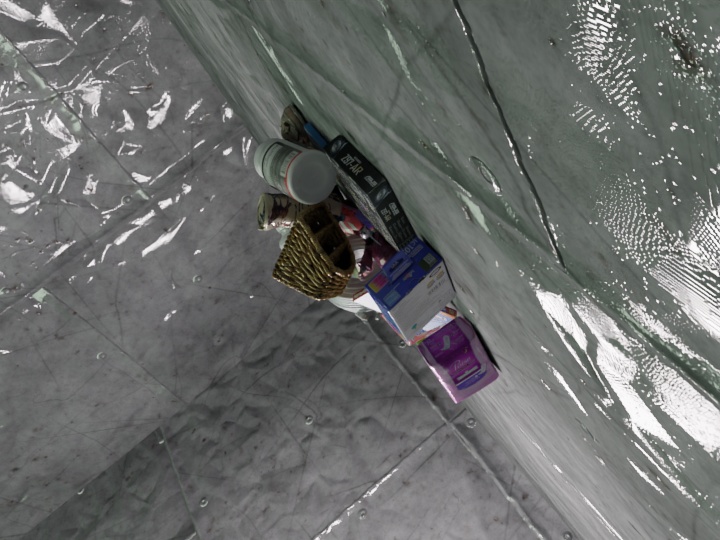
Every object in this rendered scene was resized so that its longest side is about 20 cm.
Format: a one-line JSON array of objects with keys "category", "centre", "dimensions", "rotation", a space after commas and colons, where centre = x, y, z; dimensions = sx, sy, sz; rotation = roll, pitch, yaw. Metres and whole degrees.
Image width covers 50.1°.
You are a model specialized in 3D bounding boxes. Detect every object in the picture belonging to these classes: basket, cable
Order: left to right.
[{"category": "basket", "centre": [-0.073, -0.040, 1.595], "dimensions": [0.142, 0.150, 0.200], "rotation": [26, -164, 6]}, {"category": "cable", "centre": [0.000, 0.000, 1.783], "dimensions": [0.199, 0.200, 0.069], "rotation": [22, 157, 28]}]

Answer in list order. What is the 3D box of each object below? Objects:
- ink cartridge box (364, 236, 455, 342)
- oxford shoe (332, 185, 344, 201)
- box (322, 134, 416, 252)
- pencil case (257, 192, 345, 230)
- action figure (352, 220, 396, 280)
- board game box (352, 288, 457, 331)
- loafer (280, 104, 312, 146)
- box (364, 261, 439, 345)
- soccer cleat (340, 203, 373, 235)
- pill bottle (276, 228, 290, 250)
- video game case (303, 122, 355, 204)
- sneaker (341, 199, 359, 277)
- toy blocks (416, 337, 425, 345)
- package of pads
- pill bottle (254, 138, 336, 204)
[{"category": "ink cartridge box", "centre": [0.092, 0.031, 1.407], "dimensions": [0.076, 0.136, 0.200], "rotation": [44, 173, 26]}, {"category": "oxford shoe", "centre": [-0.058, -0.179, 1.988], "dimensions": [0.071, 0.073, 0.200], "rotation": [-9, 144, 41]}, {"category": "box", "centre": [0.020, -0.135, 1.411], "dimensions": [0.160, 0.043, 0.200], "rotation": [49, 176, 39]}, {"category": "pencil case", "centre": [-0.136, -0.127, 1.706], "dimensions": [0.078, 0.199, 0.090], "rotation": [-22, 73, 60]}, {"category": "action figure", "centre": [0.066, -0.032, 1.647], "dimensions": [0.200, 0.134, 0.149], "rotation": [50, -157, 9]}, {"category": "board game box", "centre": [0.094, 0.075, 1.620], "dimensions": [0.199, 0.020, 0.103], "rotation": [23, 149, -26]}, {"category": "loafer", "centre": [-0.148, -0.304, 1.736], "dimensions": [0.072, 0.063, 0.200], "rotation": [52, 177, 13]}, {"category": "box", "centre": [0.095, 0.065, 1.826], "dimensions": [0.200, 0.094, 0.103], "rotation": [47, 153, 36]}, {"category": "soccer cleat", "centre": [-0.054, -0.137, 1.801], "dimensions": [0.199, 0.067, 0.077], "rotation": [18, 142, 35]}, {"category": "pill bottle", "centre": [-0.123, -0.045, 1.894], "dimensions": [0.201, 0.112, 0.112], "rotation": [57, 176, -4]}, {"category": "video game case", "centre": [-0.059, -0.232, 1.698], "dimensions": [0.143, 0.018, 0.200], "rotation": [50, 176, 15]}, {"category": "sneaker", "centre": [-0.028, -0.069, 1.925], "dimensions": [0.090, 0.067, 0.201], "rotation": [-30, 77, 58]}, {"category": "toy blocks", "centre": [0.124, 0.082, 2.023], "dimensions": [0.137, 0.099, 0.201], "rotation": [-111, -4, -71]}, {"category": "package of pads", "centre": [0.212, 0.195, 1.650], "dimensions": [0.076, 0.120, 0.200], "rotation": [56, 180, 42]}, {"category": "pill bottle", "centre": [-0.145, -0.218, 1.651], "dimensions": [0.200, 0.114, 0.114], "rotation": [31, 162, 54]}]
